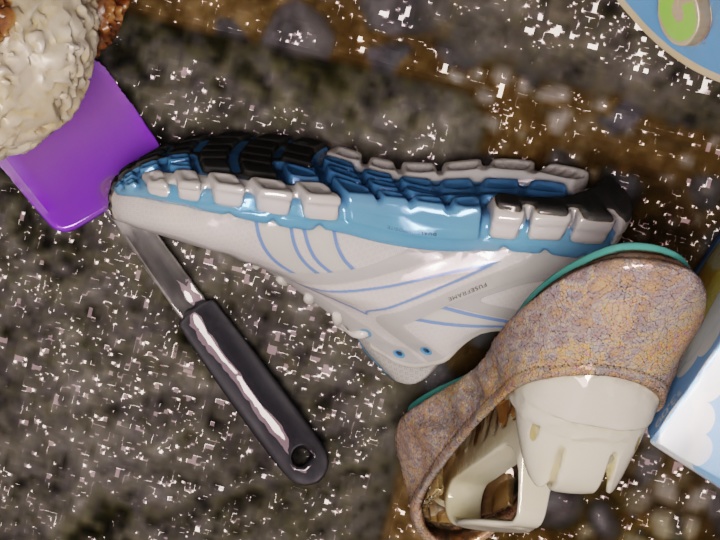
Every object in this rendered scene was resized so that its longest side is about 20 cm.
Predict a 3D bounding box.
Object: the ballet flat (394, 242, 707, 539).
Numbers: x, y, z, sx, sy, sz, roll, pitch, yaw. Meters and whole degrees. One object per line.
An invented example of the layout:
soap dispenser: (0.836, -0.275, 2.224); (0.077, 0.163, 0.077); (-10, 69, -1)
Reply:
ballet flat: (0.070, 0.057, 0.991); (0.068, 0.200, 0.068); (10, 64, -17)

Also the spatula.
spatula: (-0.074, 0.003, 1.069); (0.056, 0.021, 0.200); (-37, 100, -6)

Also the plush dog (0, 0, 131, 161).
plush dog: (-0.178, -0.104, 0.996); (0.171, 0.200, 0.161); (34, 137, 6)

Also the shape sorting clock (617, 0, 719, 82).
shape sorting clock: (0.144, -0.162, 0.951); (0.199, 0.039, 0.201); (15, 112, 42)

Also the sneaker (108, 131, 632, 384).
sneaker: (0.000, 0.000, 1.036); (0.199, 0.075, 0.087); (8, 111, 0)

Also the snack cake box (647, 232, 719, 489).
snack cake box: (0.184, -0.015, 0.994); (0.067, 0.115, 0.201); (33, 103, -4)
